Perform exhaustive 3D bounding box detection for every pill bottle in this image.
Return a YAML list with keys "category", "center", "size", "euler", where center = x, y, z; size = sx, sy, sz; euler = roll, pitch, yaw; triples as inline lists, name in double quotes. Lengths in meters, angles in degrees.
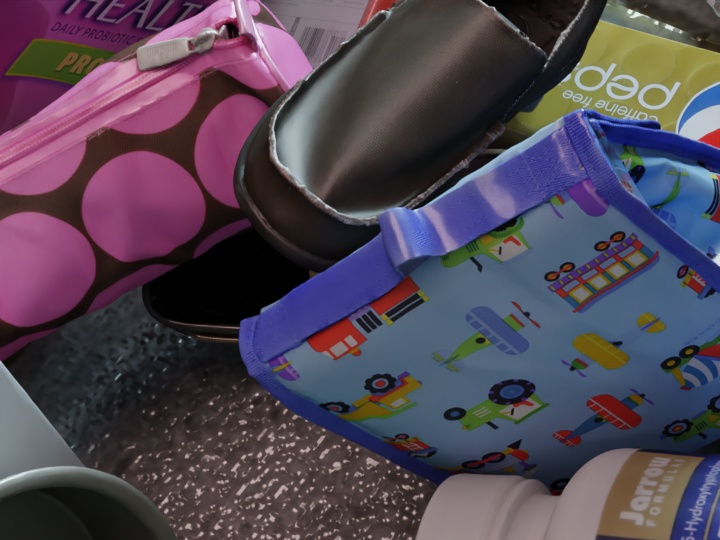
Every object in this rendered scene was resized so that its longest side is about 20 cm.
- category: "pill bottle"
  center: [0.123, 0.124, 0.832]
  size: [0.199, 0.120, 0.120]
  euler: [3, 57, 23]

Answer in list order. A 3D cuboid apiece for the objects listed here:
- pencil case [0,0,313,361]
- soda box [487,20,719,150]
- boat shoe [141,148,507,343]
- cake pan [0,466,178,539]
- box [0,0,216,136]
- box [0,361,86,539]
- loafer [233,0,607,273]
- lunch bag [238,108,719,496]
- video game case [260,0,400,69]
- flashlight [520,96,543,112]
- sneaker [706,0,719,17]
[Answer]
- category: "pencil case"
  center: [-0.108, -0.036, 0.939]
  size: [0.199, 0.094, 0.091]
  euler: [-31, 67, 7]
- category: "soda box"
  center: [0.132, -0.049, 0.988]
  size: [0.199, 0.064, 0.068]
  euler: [19, 63, 32]
- category: "boat shoe"
  center: [0.000, 0.000, 0.986]
  size: [0.199, 0.075, 0.073]
  euler: [-13, 10, 21]
- category: "cake pan"
  center: [-0.137, 0.164, 0.856]
  size: [0.037, 0.201, 0.201]
  euler: [16, 63, 37]
- category: "box"
  center: [-0.149, -0.117, 1.008]
  size: [0.097, 0.176, 0.200]
  euler: [45, 111, 27]
- category: "box"
  center: [-0.205, 0.129, 0.905]
  size: [0.130, 0.200, 0.199]
  euler: [18, 64, 31]
- category: "loafer"
  center: [0.027, -0.076, 0.876]
  size: [0.073, 0.071, 0.200]
  euler: [40, 52, 5]
- category: "lunch bag"
  center: [0.061, 0.014, 0.851]
  size: [0.150, 0.200, 0.095]
  euler: [-30, 65, 24]
- category: "video game case"
  center: [0.003, -0.171, 1.016]
  size: [0.143, 0.017, 0.201]
  euler: [19, 86, 62]
- category: "flashlight"
  center: [0.039, -0.154, 1.021]
  size: [0.067, 0.068, 0.201]
  euler: [-14, 46, 19]
- category: "sneaker"
  center: [0.212, -0.118, 1.014]
  size: [0.075, 0.082, 0.200]
  euler: [-63, 33, 22]
